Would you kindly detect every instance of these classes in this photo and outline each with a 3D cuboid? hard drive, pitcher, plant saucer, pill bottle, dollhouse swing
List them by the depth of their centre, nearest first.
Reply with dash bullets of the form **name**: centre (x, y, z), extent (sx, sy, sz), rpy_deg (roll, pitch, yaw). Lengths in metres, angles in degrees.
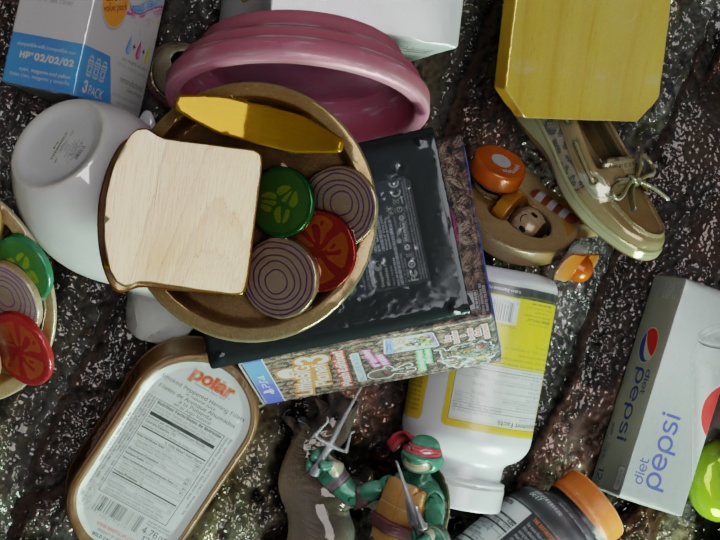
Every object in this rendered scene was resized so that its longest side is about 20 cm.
- **hard drive**: centre (-0.029, -0.016, 1.244), extent (0.198, 0.033, 0.141), rpy_deg (-12, 91, 4)
- **plant saucer**: centre (-0.046, -0.144, 1.262), extent (0.199, 0.200, 0.051), rpy_deg (8, 74, -16)
- **pitcher**: centre (-0.173, -0.063, 1.311), extent (0.173, 0.120, 0.200), rpy_deg (-64, 146, -20)
- **dollhouse swing**: centre (0.156, -0.240, 1.414), extent (0.198, 0.182, 0.177), rpy_deg (-2, 118, -34)
- **pill bottle**: centre (0.096, 0.097, 1.419), extent (0.111, 0.112, 0.202), rpy_deg (11, 89, -16)
- **pill bottle**: centre (0.129, 0.257, 1.436), extent (0.199, 0.106, 0.107), rpy_deg (-37, 101, -12)

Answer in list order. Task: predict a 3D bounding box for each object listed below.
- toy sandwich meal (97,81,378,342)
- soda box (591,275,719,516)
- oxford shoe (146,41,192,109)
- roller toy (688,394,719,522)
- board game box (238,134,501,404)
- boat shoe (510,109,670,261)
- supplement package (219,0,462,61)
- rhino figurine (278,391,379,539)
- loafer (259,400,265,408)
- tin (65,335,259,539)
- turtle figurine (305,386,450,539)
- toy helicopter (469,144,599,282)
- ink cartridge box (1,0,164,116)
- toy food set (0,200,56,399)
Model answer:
- **toy sandwich meal**: centre (-0.087, -0.042, 1.190), extent (0.203, 0.070, 0.207), rpy_deg (0, 94, 2)
- **soda box**: centre (0.274, 0.110, 1.496), extent (0.068, 0.063, 0.202), rpy_deg (19, 86, -16)
- **oxford shoe**: centre (-0.080, -0.129, 1.379), extent (0.198, 0.074, 0.071), rpy_deg (19, 87, -16)
- **roller toy**: centre (0.407, 0.164, 1.497), extent (0.182, 0.140, 0.201), rpy_deg (34, 82, -15)
- **board game box**: centre (0.000, 0.000, 1.332), extent (0.198, 0.097, 0.161), rpy_deg (-11, 65, 5)
- **boat shoe**: centre (0.198, -0.099, 1.424), extent (0.073, 0.063, 0.201), rpy_deg (-15, 66, -53)
- **supplement package**: centre (-0.015, -0.251, 1.329), extent (0.149, 0.200, 0.153), rpy_deg (7, 89, -16)
- **rhino figurine**: centre (-0.027, 0.189, 1.413), extent (0.087, 0.060, 0.202), rpy_deg (-4, 91, -17)
- **loafer**: centre (-0.081, 0.075, 1.391), extent (0.199, 0.063, 0.072), rpy_deg (-28, 100, -14)
- **tin**: centre (-0.158, 0.147, 1.354), extent (0.111, 0.042, 0.201), rpy_deg (30, 102, -19)
- **turtle figurine**: centre (0.027, 0.203, 1.339), extent (0.100, 0.149, 0.202), rpy_deg (7, 98, -41)
- **toy helicopter**: centre (0.179, -0.038, 1.441), extent (0.198, 0.133, 0.079), rpy_deg (-4, 134, -33)
- **ink cartridge box**: centre (-0.203, -0.228, 1.312), extent (0.067, 0.115, 0.202), rpy_deg (12, 88, 18)
- **toy food set**: centre (-0.316, 0.017, 1.276), extent (0.199, 0.049, 0.199), rpy_deg (-33, 99, 28)
